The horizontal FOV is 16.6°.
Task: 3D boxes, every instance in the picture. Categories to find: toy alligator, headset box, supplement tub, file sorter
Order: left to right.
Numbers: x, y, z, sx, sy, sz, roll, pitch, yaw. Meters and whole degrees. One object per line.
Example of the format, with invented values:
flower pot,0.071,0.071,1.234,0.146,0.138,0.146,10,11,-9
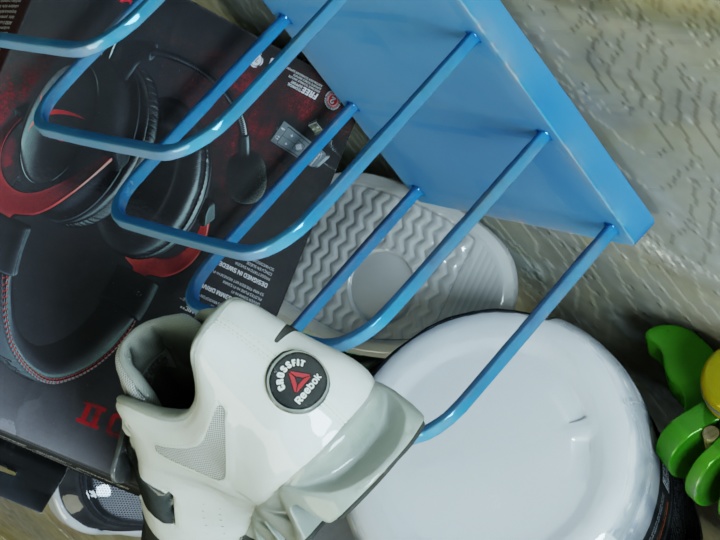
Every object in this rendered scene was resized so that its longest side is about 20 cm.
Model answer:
headset box,-0.107,-0.008,0.951,0.148,0.201,0.075,27,171,-29
file sorter,-0.024,-0.053,0.858,0.200,0.123,0.139,52,160,-28
supplement tub,0.072,0.103,0.998,0.122,0.123,0.200,33,171,26
toy alligator,0.171,0.084,0.877,0.200,0.054,0.059,32,161,29

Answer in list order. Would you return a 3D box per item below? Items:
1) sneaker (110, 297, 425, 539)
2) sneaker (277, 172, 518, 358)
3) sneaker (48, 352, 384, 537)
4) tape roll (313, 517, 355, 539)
sneaker,-0.049,0.053,0.851,0.088,0.074,0.200,42,153,-3
sneaker,0.000,0.000,1.060,0.200,0.074,0.118,6,177,34
sneaker,-0.037,0.073,1.082,0.114,0.199,0.076,-176,73,-73
tape roll,0.026,0.186,1.195,0.200,0.200,0.066,34,161,24
